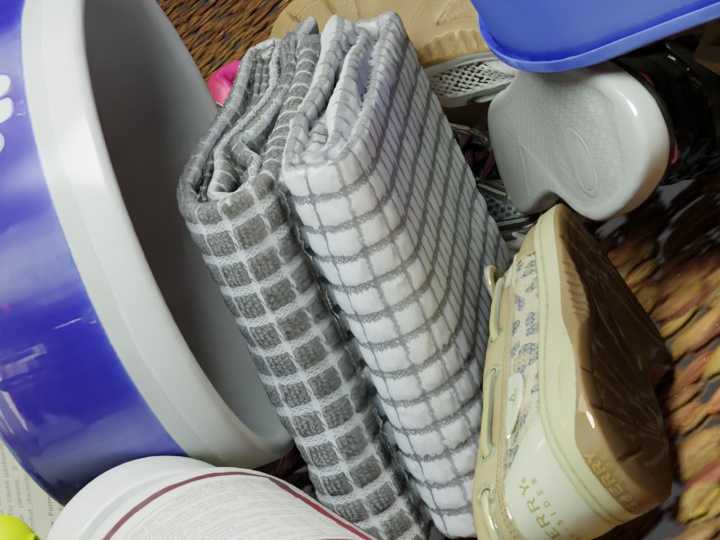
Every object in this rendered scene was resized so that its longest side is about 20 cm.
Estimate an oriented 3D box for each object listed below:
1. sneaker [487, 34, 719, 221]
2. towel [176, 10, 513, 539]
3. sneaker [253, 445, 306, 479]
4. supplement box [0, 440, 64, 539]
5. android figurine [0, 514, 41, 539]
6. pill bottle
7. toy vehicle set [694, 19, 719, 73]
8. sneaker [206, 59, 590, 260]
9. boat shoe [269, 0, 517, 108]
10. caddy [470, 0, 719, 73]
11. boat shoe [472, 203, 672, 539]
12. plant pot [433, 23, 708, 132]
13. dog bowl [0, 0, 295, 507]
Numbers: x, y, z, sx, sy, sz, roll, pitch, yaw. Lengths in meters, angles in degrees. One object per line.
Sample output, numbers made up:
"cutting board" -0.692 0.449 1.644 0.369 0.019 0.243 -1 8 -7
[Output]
"sneaker" 0.117 -0.065 1.012 0.099 0.071 0.200 -18 1 -8
"towel" 0.000 0.000 0.989 0.085 0.166 0.200 -21 20 13
"sneaker" -0.058 0.085 1.144 0.095 0.079 0.200 7 -51 -47
"supplement box" -0.176 0.100 1.036 0.126 0.199 0.074 -32 61 46
"android figurine" -0.117 0.134 0.987 0.199 0.041 0.182 -17 -22 18
"pill bottle" -0.034 0.125 0.813 0.110 0.110 0.200 -45 22 -11
"toy vehicle set" 0.208 -0.114 0.901 0.125 0.026 0.200 -63 27 -2
"sneaker" 0.016 -0.049 1.166 0.199 0.075 0.081 5 32 16
"boat shoe" 0.062 -0.110 1.092 0.199 0.071 0.069 -13 -19 22
"caddy" 0.117 -0.147 0.927 0.199 0.105 0.142 -18 35 34
"boat shoe" 0.068 0.036 0.914 0.063 0.073 0.200 -36 14 17
"plant pot" 0.102 -0.140 1.187 0.187 0.188 0.200 -48 31 -21
"dog bowl" -0.096 -0.012 0.956 0.079 0.201 0.200 -20 19 11
